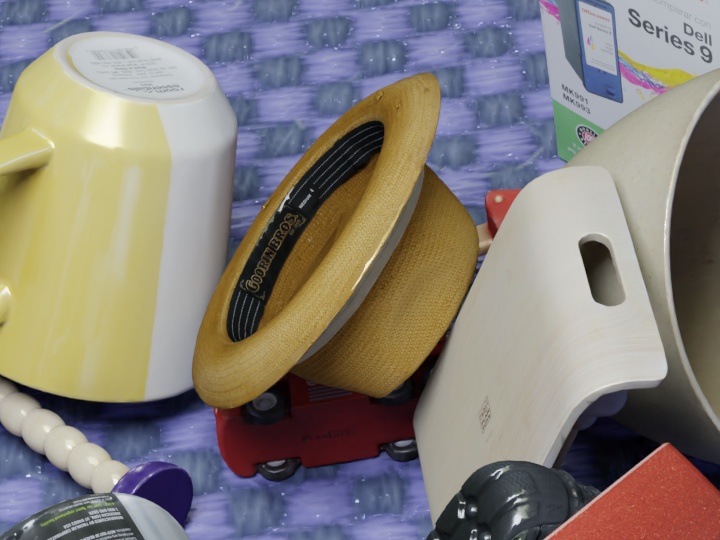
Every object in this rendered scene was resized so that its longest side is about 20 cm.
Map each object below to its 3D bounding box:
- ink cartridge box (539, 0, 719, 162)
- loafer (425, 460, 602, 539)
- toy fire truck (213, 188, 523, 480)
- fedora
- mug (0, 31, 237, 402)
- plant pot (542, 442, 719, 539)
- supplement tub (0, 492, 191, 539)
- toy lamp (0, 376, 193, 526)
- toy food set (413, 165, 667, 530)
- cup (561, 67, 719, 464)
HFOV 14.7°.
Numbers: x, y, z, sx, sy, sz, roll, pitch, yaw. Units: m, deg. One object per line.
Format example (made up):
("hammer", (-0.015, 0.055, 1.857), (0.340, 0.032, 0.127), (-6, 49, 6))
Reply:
("ink cartridge box", (0.171, -0.126, 1.473), (0.087, 0.201, 0.145), (-37, 50, -27))
("loafer", (0.041, 0.162, 1.221), (0.070, 0.201, 0.068), (13, 39, -32))
("toy fire truck", (0.020, 0.031, 1.444), (0.198, 0.049, 0.142), (-9, 42, 1))
("fedora", (0.000, 0.000, 1.356), (0.082, 0.200, 0.201), (36, 44, -16))
("mug", (-0.132, -0.028, 1.412), (0.148, 0.154, 0.187), (17, 26, 3))
("plant pot", (0.109, 0.224, 1.100), (0.176, 0.201, 0.199), (36, 33, 18))
("supplement tub", (-0.091, 0.202, 1.226), (0.122, 0.123, 0.200), (-24, 45, -15))
("toy lamp", (-0.169, 0.074, 1.424), (0.199, 0.058, 0.058), (30, 55, 34))
("toy food set", (0.084, 0.070, 1.286), (0.060, 0.201, 0.144), (10, 40, -17))
("cup", (0.158, 0.001, 1.370), (0.143, 0.201, 0.200), (-4, 36, 45))
